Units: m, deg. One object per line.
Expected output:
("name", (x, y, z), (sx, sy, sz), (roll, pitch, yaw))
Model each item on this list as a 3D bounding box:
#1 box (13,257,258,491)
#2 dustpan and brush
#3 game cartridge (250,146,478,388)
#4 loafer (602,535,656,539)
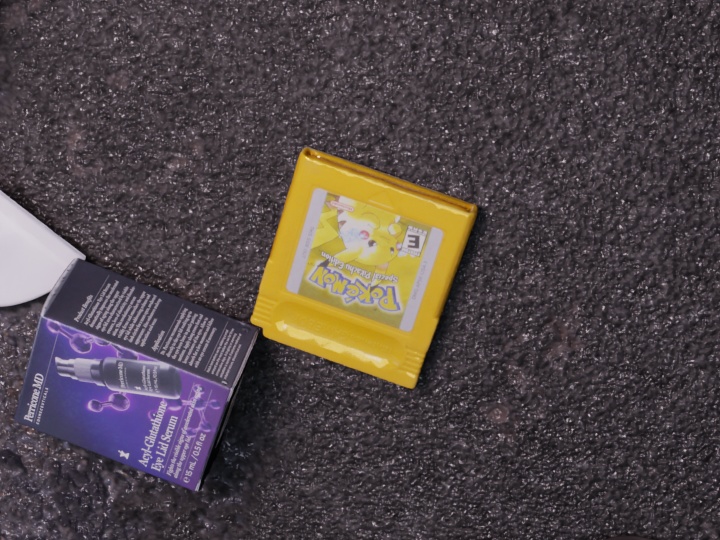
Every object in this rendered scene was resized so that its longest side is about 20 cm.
("box", (-0.220, 0.102, 1.682), (0.200, 0.104, 0.148), (20, 126, 0))
("dustpan and brush", (-0.384, 0.002, 1.721), (0.140, 0.057, 0.200), (40, 109, -21))
("game cartridge", (0.000, 0.000, 1.649), (0.176, 0.032, 0.200), (19, 115, 3))
("loafer", (0.306, 0.314, 1.703), (0.200, 0.071, 0.073), (4, 114, 9))
